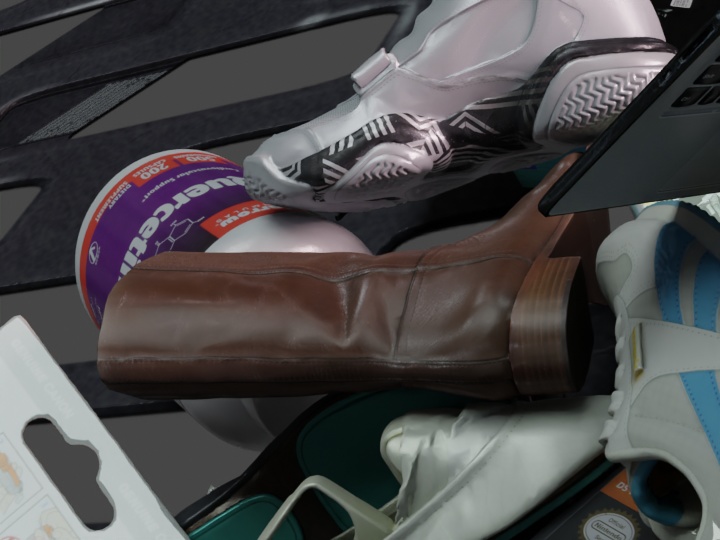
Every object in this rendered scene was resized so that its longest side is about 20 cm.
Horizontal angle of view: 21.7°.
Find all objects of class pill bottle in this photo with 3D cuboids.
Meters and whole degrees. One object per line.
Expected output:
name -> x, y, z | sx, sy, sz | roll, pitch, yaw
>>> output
pill bottle -> -0.057, 0.015, 0.895 | 0.112, 0.113, 0.200 | -39, 29, -12

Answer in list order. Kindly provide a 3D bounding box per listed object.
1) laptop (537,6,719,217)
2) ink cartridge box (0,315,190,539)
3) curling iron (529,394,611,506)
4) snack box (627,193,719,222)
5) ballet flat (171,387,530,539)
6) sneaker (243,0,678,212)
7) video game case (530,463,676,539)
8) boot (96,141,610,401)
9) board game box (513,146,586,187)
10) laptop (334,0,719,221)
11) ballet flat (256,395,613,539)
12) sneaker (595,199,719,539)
laptop -> 0.197, -0.043, 0.596 | 0.186, 0.117, 0.200 | -8, -29, -43
ink cartridge box -> -0.173, 0.141, 0.785 | 0.200, 0.047, 0.160 | -40, 63, -5
curling iron -> 0.083, 0.088, 0.739 | 0.050, 0.025, 0.200 | -51, 32, 10
snack box -> 0.210, -0.047, 0.759 | 0.199, 0.037, 0.117 | -28, 56, 8
ballet flat -> -0.016, 0.095, 0.781 | 0.199, 0.073, 0.073 | -33, 28, 9
sneaker -> 0.036, -0.098, 0.818 | 0.198, 0.116, 0.075 | -16, -10, 13
video game case -> 0.151, 0.105, 0.617 | 0.180, 0.026, 0.199 | -38, 33, -18
boot -> 0.000, 0.000, 0.768 | 0.198, 0.065, 0.187 | -4, 20, 17
board game box -> 0.181, -0.102, 0.913 | 0.199, 0.045, 0.152 | 6, 47, 48
laptop -> 0.102, -0.101, 0.935 | 0.198, 0.104, 0.178 | 9, 44, 17
ballet flat -> 0.012, 0.095, 0.710 | 0.199, 0.069, 0.070 | -39, 27, 11
sneaker -> 0.116, 0.041, 0.643 | 0.080, 0.077, 0.200 | -34, 27, 2
